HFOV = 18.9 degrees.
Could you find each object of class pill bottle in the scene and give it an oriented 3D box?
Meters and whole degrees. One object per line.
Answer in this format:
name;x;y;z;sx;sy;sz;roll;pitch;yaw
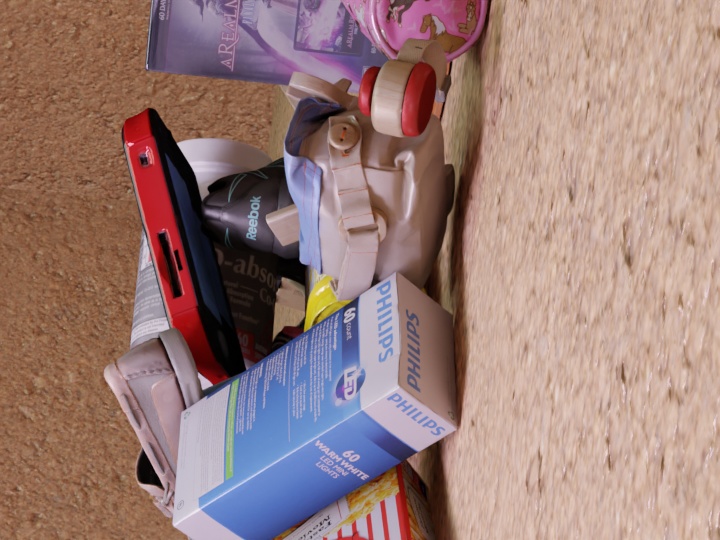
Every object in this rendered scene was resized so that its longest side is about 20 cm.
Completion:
pill bottle;-0.125;0.001;1.775;0.116;0.115;0.201;109;165;-68

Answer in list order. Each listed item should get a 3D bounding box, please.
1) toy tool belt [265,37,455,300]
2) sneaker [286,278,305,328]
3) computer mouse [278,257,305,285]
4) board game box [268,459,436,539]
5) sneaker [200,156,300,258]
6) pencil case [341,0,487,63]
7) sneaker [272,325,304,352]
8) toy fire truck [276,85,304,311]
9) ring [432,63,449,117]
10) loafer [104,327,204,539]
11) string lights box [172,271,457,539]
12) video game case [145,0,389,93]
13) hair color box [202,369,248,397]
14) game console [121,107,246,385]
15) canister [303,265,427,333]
toy tool belt;-0.012;-0.068;1.393;0.200;0.122;0.125;83;-157;-53
sneaker;-0.031;0.081;1.849;0.067;0.089;0.201;109;165;-64
computer mouse;-0.056;-0.028;1.837;0.200;0.053;0.139;12;73;49
board game box;-0.021;0.208;1.367;0.046;0.151;0.200;53;-170;-20
sneaker;-0.080;-0.053;1.642;0.200;0.079;0.076;-118;33;-85
pencil case;0.032;-0.192;1.464;0.087;0.083;0.200;63;-179;-19
sneaker;-0.060;0.144;1.787;0.080;0.075;0.201;19;111;43
toy fire truck;-0.048;-0.069;2.129;0.176;0.128;0.201;115;172;-76
ring;0.051;-0.190;1.641;0.200;0.019;0.201;-175;90;-85
loafer;-0.139;0.124;1.538;0.072;0.063;0.201;-122;19;-45
string lights box;-0.031;0.097;1.410;0.200;0.059;0.103;-33;36;28
video game case;-0.054;-0.209;1.611;0.019;0.199;0.143;-119;35;-76
hair color box;-0.050;0.134;1.630;0.099;0.060;0.200;69;-168;13
game console;-0.125;-0.010;1.625;0.177;0.031;0.201;51;-158;-71
canister;0.000;0.000;1.598;0.200;0.086;0.149;-92;7;-45
